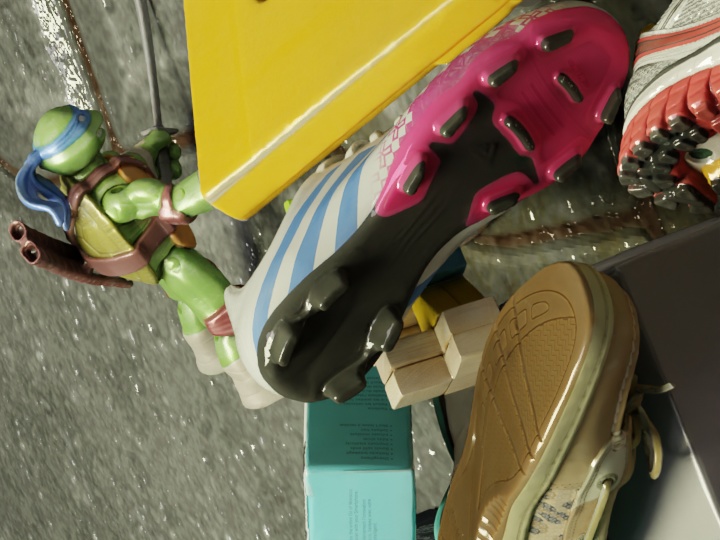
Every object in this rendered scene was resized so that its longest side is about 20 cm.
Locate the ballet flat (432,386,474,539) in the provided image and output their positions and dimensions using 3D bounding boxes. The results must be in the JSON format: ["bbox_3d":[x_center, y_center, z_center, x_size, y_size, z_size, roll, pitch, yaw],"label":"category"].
[{"bbox_3d":[0.072,0.092,1.141,0.200,0.069,0.069,-84,-15,-70],"label":"ballet flat"}]

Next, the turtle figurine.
[{"bbox_3d":[-0.077,-0.038,1.322,0.144,0.200,0.194,-7,125,37],"label":"turtle figurine"}]

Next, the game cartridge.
[{"bbox_3d":[0.004,-0.139,1.014,0.200,0.032,0.176,-35,43,28],"label":"game cartridge"}]

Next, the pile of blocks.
[{"bbox_3d":[0.000,0.000,1.052,0.200,0.062,0.082,-140,36,-66],"label":"pile of blocks"}]

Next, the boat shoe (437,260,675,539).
[{"bbox_3d":[0.077,0.072,0.931,0.200,0.063,0.073,106,161,-47],"label":"boat shoe"}]

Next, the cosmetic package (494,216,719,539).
[{"bbox_3d":[0.142,0.083,0.962,0.200,0.090,0.107,65,153,1],"label":"cosmetic package"}]

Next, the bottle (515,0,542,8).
[{"bbox_3d":[0.013,-0.145,1.102,0.084,0.065,0.200,44,162,-30],"label":"bottle"}]

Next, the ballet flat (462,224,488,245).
[{"bbox_3d":[0.040,-0.052,1.128,0.068,0.067,0.200,63,150,10],"label":"ballet flat"}]

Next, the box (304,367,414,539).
[{"bbox_3d":[-0.001,0.076,1.176,0.200,0.049,0.082,-91,1,-62],"label":"box"}]

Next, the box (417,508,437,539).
[{"bbox_3d":[0.024,0.209,1.191,0.200,0.197,0.118,-1,107,59],"label":"box"}]

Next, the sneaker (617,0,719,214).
[{"bbox_3d":[0.160,-0.103,0.888,0.200,0.078,0.082,-37,41,44],"label":"sneaker"}]

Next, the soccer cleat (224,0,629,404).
[{"bbox_3d":[0.018,-0.038,0.967,0.070,0.200,0.086,40,-175,-33],"label":"soccer cleat"}]
